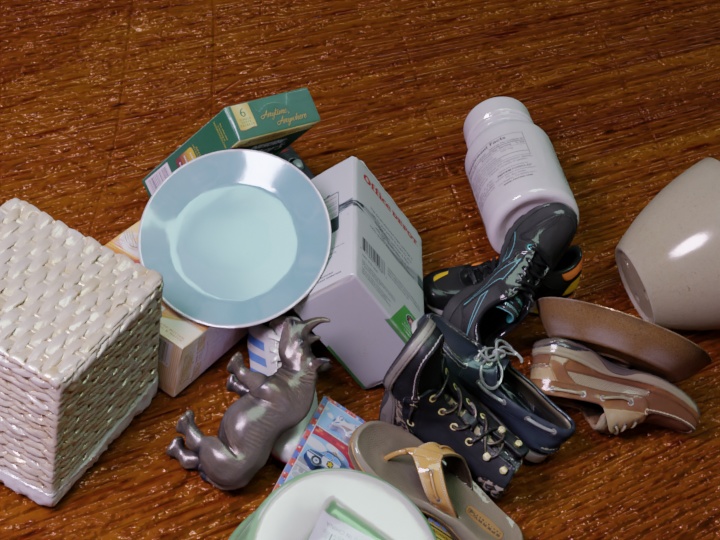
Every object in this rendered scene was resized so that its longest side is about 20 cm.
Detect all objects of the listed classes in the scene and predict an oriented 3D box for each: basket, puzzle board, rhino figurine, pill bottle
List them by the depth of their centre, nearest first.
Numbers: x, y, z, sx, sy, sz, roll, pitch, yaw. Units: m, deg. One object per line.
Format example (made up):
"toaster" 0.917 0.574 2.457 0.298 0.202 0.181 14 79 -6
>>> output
"basket" -0.307 0.070 1.377 0.196 0.162 0.200 26 39 12
"puzzle board" 0.023 0.220 1.405 0.199 0.017 0.151 33 40 -2
"rhino figurine" -0.094 0.123 1.413 0.087 0.060 0.200 38 79 15
"pill bottle" 0.189 -0.117 1.803 0.113 0.115 0.201 3 42 -16

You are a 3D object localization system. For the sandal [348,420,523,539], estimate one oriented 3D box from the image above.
"sandal" 0.080 0.204 1.404 0.199 0.054 0.080 37 41 2

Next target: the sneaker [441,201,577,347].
"sneaker" 0.174 0.015 1.603 0.075 0.201 0.079 38 2 -27

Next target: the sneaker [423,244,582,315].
"sneaker" 0.162 0.001 1.677 0.197 0.091 0.070 -1 43 -21

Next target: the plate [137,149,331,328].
"plate" -0.127 -0.031 1.500 0.197 0.026 0.203 0 66 1

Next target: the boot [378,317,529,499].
"boot" 0.098 0.136 1.429 0.153 0.204 0.074 34 65 12

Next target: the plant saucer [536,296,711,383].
"plant saucer" 0.279 0.082 1.593 0.198 0.200 0.036 20 80 3

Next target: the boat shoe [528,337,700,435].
"boat shoe" 0.267 0.140 1.585 0.198 0.076 0.075 22 71 -8

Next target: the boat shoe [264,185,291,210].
"boat shoe" -0.107 -0.081 1.628 0.071 0.068 0.200 26 3 -15

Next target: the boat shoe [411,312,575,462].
"boat shoe" 0.137 0.112 1.518 0.200 0.062 0.075 47 34 2

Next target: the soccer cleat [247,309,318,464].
"soccer cleat" -0.079 0.100 1.481 0.069 0.087 0.201 2 43 -17

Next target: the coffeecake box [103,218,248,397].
"coffeecake box" -0.190 0.018 1.544 0.152 0.074 0.200 31 41 16

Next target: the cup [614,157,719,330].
"cup" 0.382 -0.010 1.718 0.142 0.201 0.201 -25 50 -3

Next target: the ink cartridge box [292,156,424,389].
"ink cartridge box" 0.000 0.000 1.573 0.147 0.082 0.201 50 26 -33

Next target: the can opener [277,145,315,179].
"can opener" -0.091 -0.120 1.744 0.078 0.064 0.201 -10 48 -28

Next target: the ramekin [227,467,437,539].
"ramekin" -0.023 0.269 1.264 0.197 0.098 0.202 9 56 -13

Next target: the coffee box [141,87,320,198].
"coffee box" -0.145 -0.132 1.632 0.122 0.199 0.044 -19 81 -42
